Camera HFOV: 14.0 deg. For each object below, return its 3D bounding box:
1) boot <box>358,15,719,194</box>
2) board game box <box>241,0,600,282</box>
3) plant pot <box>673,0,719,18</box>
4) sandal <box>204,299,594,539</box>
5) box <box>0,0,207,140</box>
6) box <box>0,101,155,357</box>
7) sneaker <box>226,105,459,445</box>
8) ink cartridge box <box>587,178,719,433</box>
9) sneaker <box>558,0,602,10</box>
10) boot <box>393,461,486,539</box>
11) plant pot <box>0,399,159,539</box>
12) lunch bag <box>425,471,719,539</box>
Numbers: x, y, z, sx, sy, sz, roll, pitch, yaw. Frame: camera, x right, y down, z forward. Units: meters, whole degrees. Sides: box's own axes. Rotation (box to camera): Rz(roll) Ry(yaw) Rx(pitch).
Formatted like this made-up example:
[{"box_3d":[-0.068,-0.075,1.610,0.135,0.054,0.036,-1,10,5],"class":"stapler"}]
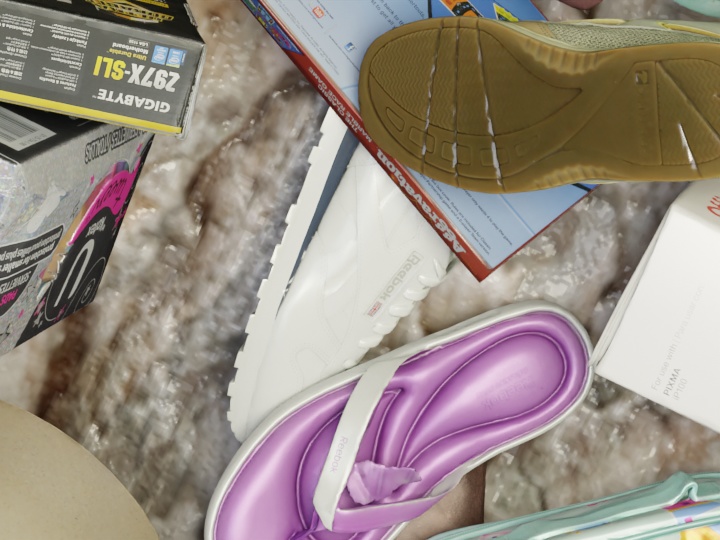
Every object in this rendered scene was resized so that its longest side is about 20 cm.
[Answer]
[{"box_3d":[0.115,-0.074,1.240,0.199,0.155,0.072,4,99,33],"class":"boot"},{"box_3d":[0.026,-0.102,1.283,0.103,0.019,0.200,-38,85,-22],"class":"board game box"},{"box_3d":[0.172,-0.185,1.195,0.200,0.200,0.134,53,135,-1],"class":"plant pot"},{"box_3d":[0.017,0.076,1.302,0.202,0.050,0.083,-36,100,-9],"class":"sandal"},{"box_3d":[-0.175,-0.121,1.258,0.199,0.160,0.049,11,111,-16],"class":"box"},{"box_3d":[-0.186,-0.037,1.291,0.132,0.200,0.115,25,107,8],"class":"box"},{"box_3d":[0.000,0.000,1.324,0.080,0.076,0.200,21,107,-1],"class":"sneaker"},{"box_3d":[0.210,0.037,1.237,0.200,0.147,0.083,26,105,8],"class":"ink cartridge box"},{"box_3d":[0.048,-0.184,1.275,0.076,0.115,0.200,-35,56,13],"class":"sneaker"},{"box_3d":[-0.026,0.166,1.371,0.199,0.072,0.167,-6,89,12],"class":"boot"},{"box_3d":[-0.210,0.185,1.307,0.187,0.200,0.188,15,133,17],"class":"plant pot"},{"box_3d":[0.114,0.175,1.297,0.199,0.077,0.161,-12,98,-9],"class":"lunch bag"}]
